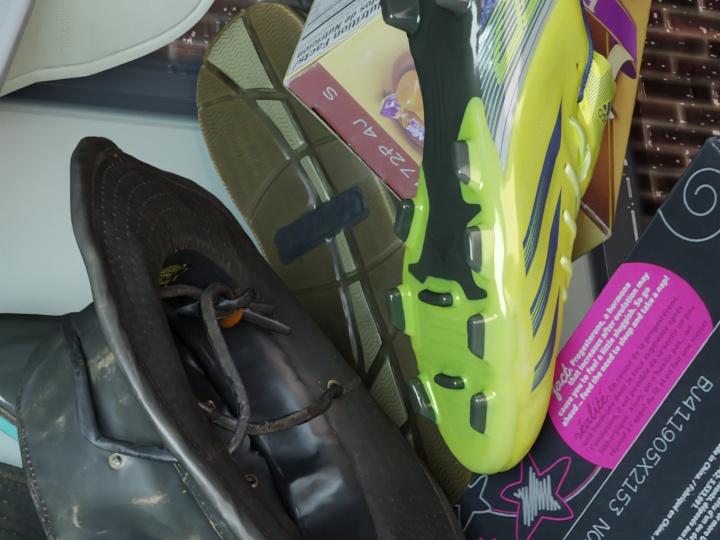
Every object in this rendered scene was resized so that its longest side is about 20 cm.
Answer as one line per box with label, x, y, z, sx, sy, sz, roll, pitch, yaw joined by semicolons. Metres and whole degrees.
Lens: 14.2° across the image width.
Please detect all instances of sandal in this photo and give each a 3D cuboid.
sandal;0.000;0.000;1.025;0.054;0.080;0.201;0;69;-59

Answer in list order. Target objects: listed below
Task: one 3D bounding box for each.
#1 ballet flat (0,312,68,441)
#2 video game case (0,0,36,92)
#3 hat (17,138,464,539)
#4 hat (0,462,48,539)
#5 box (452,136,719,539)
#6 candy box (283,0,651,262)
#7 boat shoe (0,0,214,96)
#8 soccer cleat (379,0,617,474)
ballet flat;-0.052;0.057;0.957;0.200;0.068;0.068;39;96;-27
video game case;-0.189;-0.100;0.875;0.181;0.023;0.201;18;51;-4
hat;-0.048;0.062;0.850;0.201;0.081;0.201;52;12;-15
hat;-0.098;0.143;0.885;0.200;0.081;0.202;15;65;-34
box;0.129;0.079;0.943;0.132;0.201;0.114;44;21;31
candy box;0.046;-0.092;1.050;0.117;0.056;0.200;45;33;-20
boat shoe;-0.143;-0.089;0.945;0.201;0.072;0.060;-19;55;-28
soccer cleat;0.053;-0.036;0.924;0.083;0.065;0.202;-1;86;-31
